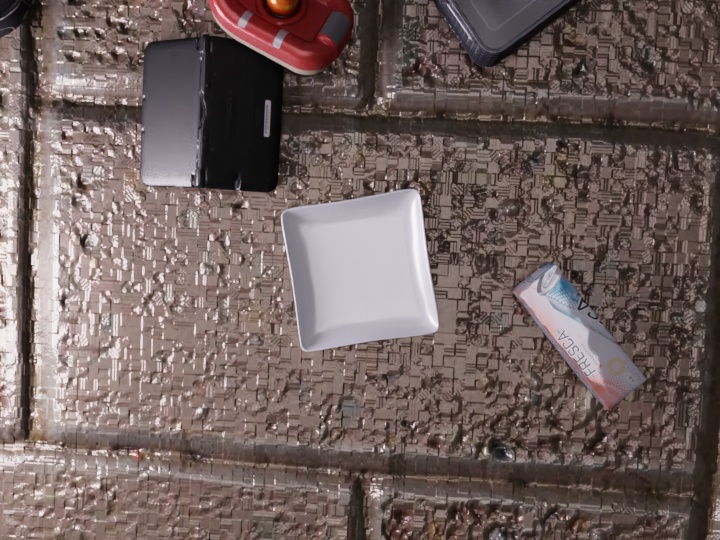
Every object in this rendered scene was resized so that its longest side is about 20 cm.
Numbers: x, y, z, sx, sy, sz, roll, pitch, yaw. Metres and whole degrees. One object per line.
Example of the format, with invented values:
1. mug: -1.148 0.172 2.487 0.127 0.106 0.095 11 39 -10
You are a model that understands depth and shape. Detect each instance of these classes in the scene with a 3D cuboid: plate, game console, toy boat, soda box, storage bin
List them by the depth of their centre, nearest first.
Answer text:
1. toy boat: -0.102 -0.357 0.945 0.198 0.131 0.132 28 68 0
2. storage bin: 0.207 -0.382 0.960 0.199 0.094 0.136 -36 91 5
3. soda box: 0.296 0.087 0.998 0.068 0.064 0.201 -39 91 5
4. plate: 0.000 0.000 1.024 0.196 0.032 0.203 -9 93 4
5. game console: -0.210 -0.215 1.030 0.174 0.116 0.203 1 95 -27

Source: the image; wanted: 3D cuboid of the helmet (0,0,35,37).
1. helmet: -0.528 -0.395 0.950 0.198 0.190 0.203 -11 111 -32
